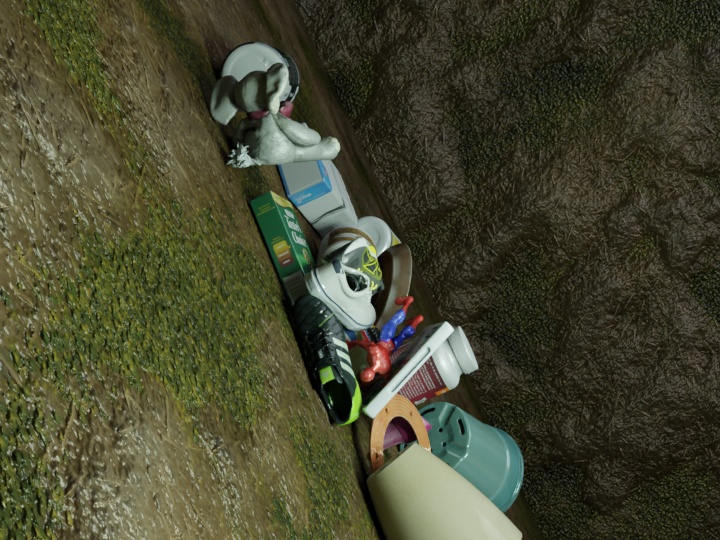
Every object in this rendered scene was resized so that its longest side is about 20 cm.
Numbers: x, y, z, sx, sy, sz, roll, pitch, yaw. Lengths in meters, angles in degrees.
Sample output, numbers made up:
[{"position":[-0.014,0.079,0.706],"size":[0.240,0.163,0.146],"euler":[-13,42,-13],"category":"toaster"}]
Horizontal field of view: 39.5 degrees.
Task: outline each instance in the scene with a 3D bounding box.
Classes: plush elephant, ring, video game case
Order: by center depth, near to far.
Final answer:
[{"position":[0.065,0.156,1.579],"size":[0.023,0.182,0.200],"euler":[44,-7,0],"category":"video game case"},{"position":[-0.149,-0.250,1.595],"size":[0.199,0.163,0.157],"euler":[-19,110,-58],"category":"plush elephant"},{"position":[0.062,0.300,1.604],"size":[0.200,0.019,0.203],"euler":[29,55,-52],"category":"ring"}]

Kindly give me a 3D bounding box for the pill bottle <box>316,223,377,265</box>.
[{"position":[-0.024,-0.021,1.880],"size":[0.115,0.113,0.200],"euler":[63,8,-14],"category":"pill bottle"}]

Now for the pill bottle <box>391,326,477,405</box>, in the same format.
[{"position":[0.109,0.182,1.839],"size":[0.114,0.198,0.113],"euler":[62,9,-18],"category":"pill bottle"}]

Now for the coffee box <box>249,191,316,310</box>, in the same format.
[{"position":[-0.108,-0.022,1.602],"size":[0.123,0.044,0.202],"euler":[28,39,-76],"category":"coffee box"}]

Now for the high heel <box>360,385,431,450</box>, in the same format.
[{"position":[0.043,0.200,1.712],"size":[0.067,0.095,0.202],"euler":[136,-67,-83],"category":"high heel"}]

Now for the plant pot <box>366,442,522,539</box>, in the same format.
[{"position":[0.104,0.360,1.470],"size":[0.201,0.187,0.187],"euler":[53,7,6],"category":"plant pot"}]

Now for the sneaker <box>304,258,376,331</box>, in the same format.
[{"position":[-0.012,0.041,1.569],"size":[0.200,0.070,0.074],"euler":[35,32,-60],"category":"sneaker"}]

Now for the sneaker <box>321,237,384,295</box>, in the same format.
[{"position":[0.000,0.000,1.650],"size":[0.085,0.074,0.200],"euler":[64,15,9],"category":"sneaker"}]

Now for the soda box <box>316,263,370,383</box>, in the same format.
[{"position":[-0.034,0.088,1.671],"size":[0.202,0.067,0.064],"euler":[68,10,18],"category":"soda box"}]

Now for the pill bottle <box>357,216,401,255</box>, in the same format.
[{"position":[0.041,-0.047,2.368],"size":[0.113,0.111,0.200],"euler":[68,9,21],"category":"pill bottle"}]

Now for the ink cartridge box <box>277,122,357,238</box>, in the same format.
[{"position":[-0.092,-0.174,2.000],"size":[0.200,0.083,0.146],"euler":[51,17,-60],"category":"ink cartridge box"}]

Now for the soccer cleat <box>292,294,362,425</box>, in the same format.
[{"position":[-0.048,0.131,1.478],"size":[0.081,0.067,0.202],"euler":[-32,100,-81],"category":"soccer cleat"}]

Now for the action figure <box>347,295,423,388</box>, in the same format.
[{"position":[0.024,0.122,1.582],"size":[0.066,0.098,0.200],"euler":[59,31,-15],"category":"action figure"}]

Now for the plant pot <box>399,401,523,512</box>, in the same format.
[{"position":[0.181,0.353,1.895],"size":[0.196,0.199,0.201],"euler":[45,21,-46],"category":"plant pot"}]

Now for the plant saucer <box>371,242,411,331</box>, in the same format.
[{"position":[0.041,0.042,1.882],"size":[0.032,0.201,0.201],"euler":[16,30,-18],"category":"plant saucer"}]

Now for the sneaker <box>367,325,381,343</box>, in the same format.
[{"position":[-0.005,0.125,1.816],"size":[0.201,0.069,0.091],"euler":[-122,-148,-50],"category":"sneaker"}]

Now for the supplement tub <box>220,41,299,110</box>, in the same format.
[{"position":[-0.178,-0.350,1.831],"size":[0.124,0.122,0.200],"euler":[64,9,-5],"category":"supplement tub"}]
